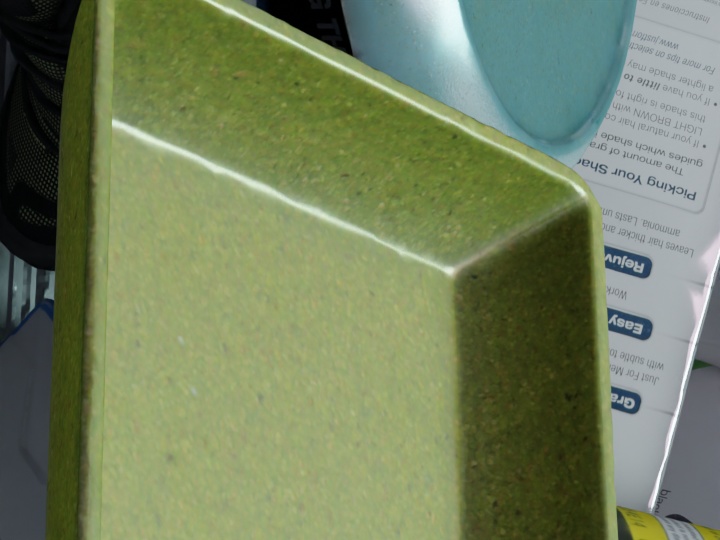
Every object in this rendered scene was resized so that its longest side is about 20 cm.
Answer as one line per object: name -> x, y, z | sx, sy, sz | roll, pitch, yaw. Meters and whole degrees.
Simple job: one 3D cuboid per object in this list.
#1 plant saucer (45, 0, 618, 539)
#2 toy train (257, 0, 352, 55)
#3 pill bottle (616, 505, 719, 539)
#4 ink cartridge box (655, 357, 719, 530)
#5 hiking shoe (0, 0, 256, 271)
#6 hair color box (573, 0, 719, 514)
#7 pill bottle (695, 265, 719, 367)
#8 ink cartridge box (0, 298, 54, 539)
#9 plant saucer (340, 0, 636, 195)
plant saucer -> -0.012, 0.045, 0.674 | 0.200, 0.048, 0.201 | 23, 58, -43
toy train -> -0.001, -0.133, 0.808 | 0.114, 0.086, 0.201 | -55, 138, -41
pill bottle -> 0.136, 0.148, 0.864 | 0.199, 0.114, 0.115 | 14, 89, -12
ink cartridge box -> 0.190, 0.090, 1.031 | 0.146, 0.199, 0.084 | -55, 139, -28
hiking shoe -> -0.074, -0.079, 0.695 | 0.100, 0.076, 0.200 | -10, 139, -42
hair color box -> 0.073, -0.019, 0.919 | 0.100, 0.061, 0.201 | 16, 87, -10
pill bottle -> 0.175, -0.067, 1.039 | 0.200, 0.111, 0.111 | -59, 140, -24
ink cartridge box -> -0.031, 0.097, 0.793 | 0.068, 0.116, 0.200 | -46, 143, 7
plant saucer -> 0.045, -0.113, 0.781 | 0.200, 0.027, 0.201 | 0, 90, -65
